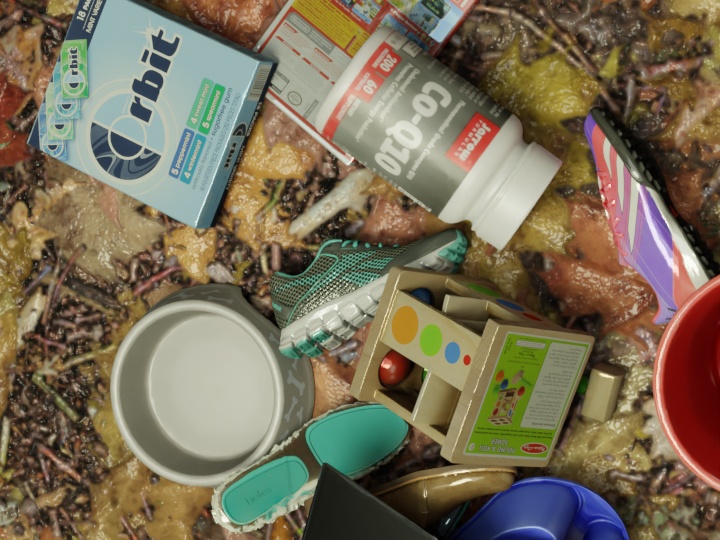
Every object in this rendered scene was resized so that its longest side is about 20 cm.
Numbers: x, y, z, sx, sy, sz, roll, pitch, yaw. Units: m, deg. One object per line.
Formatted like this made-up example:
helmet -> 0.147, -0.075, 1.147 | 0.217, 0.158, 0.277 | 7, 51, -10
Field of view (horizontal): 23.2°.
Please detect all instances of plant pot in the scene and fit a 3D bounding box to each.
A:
plant pot -> 0.352, 0.083, 1.439 | 0.200, 0.177, 0.201 | 1, 94, 17

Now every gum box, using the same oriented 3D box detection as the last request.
gum box -> -0.198, -0.157, 1.651 | 0.200, 0.045, 0.170 | 27, 103, 19

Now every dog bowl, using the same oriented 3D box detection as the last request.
dog bowl -> -0.146, 0.113, 1.658 | 0.200, 0.059, 0.200 | 1, 94, 17

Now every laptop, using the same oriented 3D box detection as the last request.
laptop -> 0.054, 0.279, 1.516 | 0.200, 0.116, 0.187 | 5, 118, -19

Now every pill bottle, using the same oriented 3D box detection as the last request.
pill bottle -> 0.070, -0.114, 1.537 | 0.200, 0.114, 0.114 | 35, 103, 2

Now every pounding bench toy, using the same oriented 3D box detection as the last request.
pounding bench toy -> 0.117, 0.084, 1.548 | 0.156, 0.200, 0.124 | 30, 106, 45

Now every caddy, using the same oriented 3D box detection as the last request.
caddy -> 0.148, 0.274, 1.554 | 0.141, 0.105, 0.200 | 40, 116, -5

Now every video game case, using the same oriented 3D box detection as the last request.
video game case -> -0.002, -0.217, 1.610 | 0.143, 0.017, 0.200 | 41, 105, 11

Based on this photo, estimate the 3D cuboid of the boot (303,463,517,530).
boot -> 0.050, 0.216, 1.541 | 0.200, 0.074, 0.076 | -19, 69, 19

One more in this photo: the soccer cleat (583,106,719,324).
soccer cleat -> 0.240, -0.048, 1.525 | 0.073, 0.068, 0.200 | -33, 87, 21

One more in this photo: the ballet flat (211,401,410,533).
ballet flat -> -0.051, 0.179, 1.617 | 0.200, 0.072, 0.072 | -24, 86, -15

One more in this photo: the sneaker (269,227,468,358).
sneaker -> 0.000, 0.000, 1.599 | 0.200, 0.078, 0.091 | -27, 71, 9

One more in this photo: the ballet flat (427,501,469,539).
ballet flat -> 0.025, 0.259, 1.604 | 0.074, 0.074, 0.200 | 35, 102, 12
